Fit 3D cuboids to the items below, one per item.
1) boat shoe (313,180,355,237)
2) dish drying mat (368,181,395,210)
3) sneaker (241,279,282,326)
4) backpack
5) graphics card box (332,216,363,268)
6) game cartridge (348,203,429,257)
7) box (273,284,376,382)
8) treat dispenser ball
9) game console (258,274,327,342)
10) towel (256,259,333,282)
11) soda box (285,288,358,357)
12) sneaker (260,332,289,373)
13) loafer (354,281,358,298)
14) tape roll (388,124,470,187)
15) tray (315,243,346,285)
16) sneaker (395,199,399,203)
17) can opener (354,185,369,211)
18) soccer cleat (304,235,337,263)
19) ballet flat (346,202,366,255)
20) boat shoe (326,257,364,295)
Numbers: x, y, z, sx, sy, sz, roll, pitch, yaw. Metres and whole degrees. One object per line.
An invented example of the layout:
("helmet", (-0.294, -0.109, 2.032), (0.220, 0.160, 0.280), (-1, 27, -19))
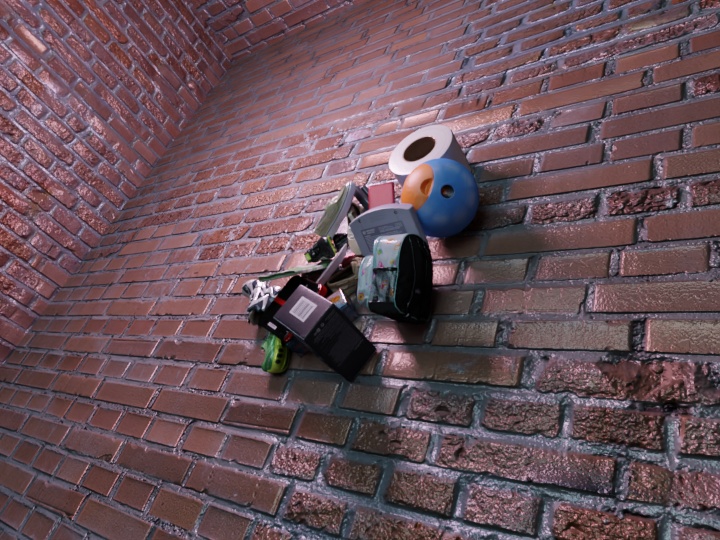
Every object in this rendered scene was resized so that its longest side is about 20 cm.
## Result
("boat shoe", (-0.076, -0.174, 1.540), (0.072, 0.062, 0.201), (-97, 32, -61))
("dish drying mat", (0.061, -0.148, 1.466), (0.076, 0.018, 0.201), (-7, 70, 18))
("sneaker", (-0.320, 0.104, 1.607), (0.198, 0.080, 0.130), (13, 53, 35))
("backpack", (0.088, 0.014, 1.247), (0.153, 0.176, 0.201), (4, 78, 39))
("graphics card box", (-0.016, -0.092, 1.570), (0.125, 0.051, 0.200), (-34, 39, 9))
("game cartridge", (0.069, -0.100, 1.348), (0.199, 0.134, 0.040), (-9, 26, 40))
("box", (-0.083, 0.150, 1.264), (0.107, 0.200, 0.148), (-51, 38, -12))
("treat dispenser ball", (0.203, -0.184, 1.355), (0.200, 0.201, 0.201), (-23, 41, 21))
("game console", (-0.183, 0.097, 1.418), (0.177, 0.031, 0.200), (-54, 29, -11))
("towel", (-0.181, 0.000, 1.535), (0.152, 0.024, 0.200), (-11, 2, 33))
("soda box", (-0.107, 0.140, 1.407), (0.200, 0.064, 0.068), (-36, 38, 7))
("sneaker", (-0.235, 0.189, 1.456), (0.083, 0.074, 0.201), (-16, 44, 22))
("loafer", (0.073, 0.019, 1.365), (0.200, 0.073, 0.071), (-37, 36, 3))
("tape roll", (0.199, -0.299, 1.523), (0.202, 0.139, 0.203), (-23, 41, 22))
("tray", (-0.100, 0.017, 1.487), (0.200, 0.022, 0.107), (-51, 6, 24))
("sneaker", (0.085, -0.181, 1.552), (0.070, 0.080, 0.200), (-39, 39, -1))
("can opener", (0.040, -0.166, 1.524), (0.200, 0.052, 0.067), (56, 137, 27))
("soccer cleat", (-0.119, -0.053, 1.546), (0.081, 0.068, 0.200), (-25, -1, -14))
("ballet flat", (-0.015, -0.126, 1.509), (0.069, 0.070, 0.201), (-26, 40, 18))
("boat shoe", (0.000, 0.000, 1.453), (0.200, 0.065, 0.071), (-36, 38, 6))
